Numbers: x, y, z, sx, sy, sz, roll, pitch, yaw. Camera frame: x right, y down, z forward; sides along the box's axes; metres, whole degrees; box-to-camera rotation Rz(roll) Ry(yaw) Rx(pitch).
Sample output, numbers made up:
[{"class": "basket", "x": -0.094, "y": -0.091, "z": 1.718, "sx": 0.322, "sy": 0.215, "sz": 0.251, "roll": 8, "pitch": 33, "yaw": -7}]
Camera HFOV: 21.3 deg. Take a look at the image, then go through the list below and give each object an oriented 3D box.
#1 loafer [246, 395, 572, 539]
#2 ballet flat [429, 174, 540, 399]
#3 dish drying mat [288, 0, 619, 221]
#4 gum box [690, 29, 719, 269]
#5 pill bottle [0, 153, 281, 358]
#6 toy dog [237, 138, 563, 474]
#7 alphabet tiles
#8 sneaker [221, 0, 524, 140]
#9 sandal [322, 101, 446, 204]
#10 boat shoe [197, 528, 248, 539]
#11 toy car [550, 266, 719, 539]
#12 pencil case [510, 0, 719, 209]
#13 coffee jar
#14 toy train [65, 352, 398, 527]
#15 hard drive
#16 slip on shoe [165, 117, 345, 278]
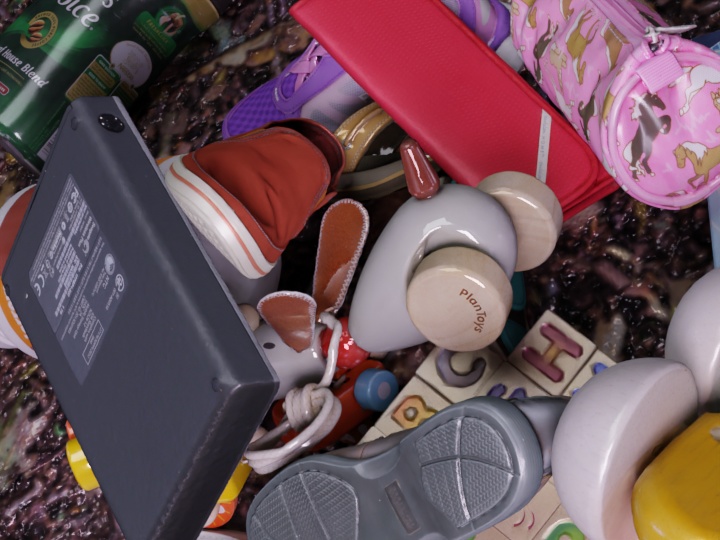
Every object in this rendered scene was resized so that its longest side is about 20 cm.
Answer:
[{"class": "loafer", "x": 0.026, "y": 0.104, "z": 0.879, "sx": 0.200, "sy": 0.063, "sz": 0.072, "roll": -28, "pitch": 81, "yaw": 47}, {"class": "ballet flat", "x": 0.059, "y": 0.034, "z": 1.007, "sx": 0.069, "sy": 0.069, "sz": 0.201, "roll": -28, "pitch": 47, "yaw": 13}, {"class": "dish drying mat", "x": 0.050, "y": -0.098, "z": 1.039, "sx": 0.077, "sy": 0.018, "sz": 0.200, "roll": -31, "pitch": 62, "yaw": -23}, {"class": "gum box", "x": 0.258, "y": -0.055, "z": 0.949, "sx": 0.169, "sy": 0.045, "sz": 0.201, "roll": -17, "pitch": 51, "yaw": 24}, {"class": "pill bottle", "x": -0.151, "y": -0.002, "z": 1.125, "sx": 0.199, "sy": 0.112, "sz": 0.113, "roll": -8, "pitch": 54, "yaw": 43}, {"class": "toy dog", "x": 0.000, "y": 0.000, "z": 0.947, "sx": 0.199, "sy": 0.097, "sz": 0.132, "roll": -31, "pitch": 16, "yaw": 15}, {"class": "alphabet tiles", "x": 0.088, "y": 0.121, "z": 0.912, "sx": 0.200, "sy": 0.006, "sz": 0.167, "roll": 38, "pitch": 86, "yaw": 24}, {"class": "sneaker", "x": -0.004, "y": -0.127, "z": 1.144, "sx": 0.199, "sy": 0.088, "sz": 0.081, "roll": -24, "pitch": 50, "yaw": 19}, {"class": "sandal", "x": 0.005, "y": -0.070, "z": 1.098, "sx": 0.199, "sy": 0.080, "sz": 0.054, "roll": -12, "pitch": 97, "yaw": 31}, {"class": "boat shoe", "x": -0.044, "y": 0.171, "z": 0.968, "sx": 0.199, "sy": 0.068, "sz": 0.075, "roll": 16, "pitch": 68, "yaw": 40}, {"class": "toy car", "x": 0.189, "y": 0.100, "z": 0.808, "sx": 0.174, "sy": 0.151, "sz": 0.200, "roll": 22, "pitch": 43, "yaw": 34}, {"class": "pencil case", "x": 0.137, "y": -0.107, "z": 1.000, "sx": 0.087, "sy": 0.082, "sz": 0.200, "roll": -61, "pitch": 21, "yaw": 16}, {"class": "coffee jar", "x": -0.174, "y": -0.158, "z": 1.280, "sx": 0.200, "sy": 0.085, "sz": 0.104, "roll": -49, "pitch": 46, "yaw": -7}, {"class": "toy train", "x": -0.072, "y": 0.091, "z": 1.061, "sx": 0.199, "sy": 0.056, "sz": 0.150, "roll": 3, "pitch": 33, "yaw": 46}, {"class": "hard drive", "x": -0.118, "y": 0.030, "z": 0.971, "sx": 0.200, "sy": 0.033, "sz": 0.140, "roll": 58, "pitch": 135, "yaw": 33}, {"class": "slip on shoe", "x": -0.049, "y": -0.045, "z": 0.983, "sx": 0.061, "sy": 0.074, "sz": 0.200, "roll": -42, "pitch": 0, "yaw": 14}]
